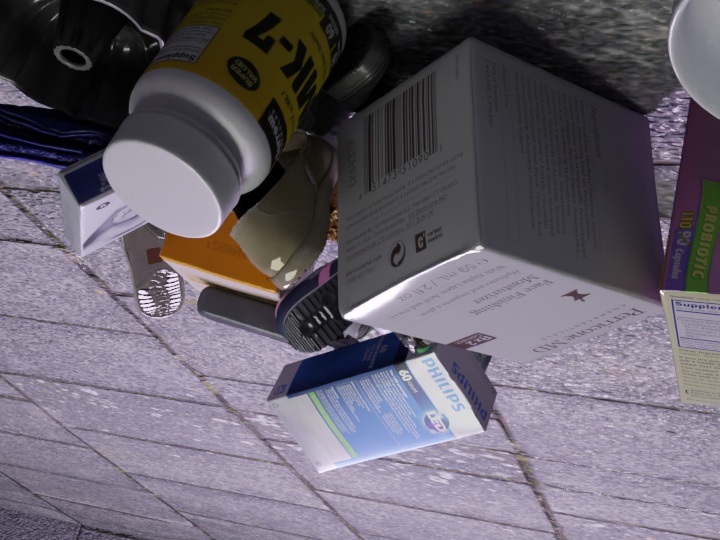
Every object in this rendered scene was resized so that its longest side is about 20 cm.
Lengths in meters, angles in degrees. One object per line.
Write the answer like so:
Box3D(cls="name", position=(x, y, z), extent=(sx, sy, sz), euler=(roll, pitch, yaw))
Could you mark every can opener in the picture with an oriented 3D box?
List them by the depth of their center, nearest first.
Box3D(cls="can opener", position=(-0.075, 0.075, 1.238), extent=(0.198, 0.068, 0.053), euler=(16, 174, 7))

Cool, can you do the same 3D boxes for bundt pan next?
Box3D(cls="bundt pan", position=(-0.219, -0.201, 0.978), extent=(0.200, 0.076, 0.202), euler=(15, 156, 7))

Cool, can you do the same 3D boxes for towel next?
Box3D(cls="towel", position=(-0.257, -0.114, 1.109), extent=(0.146, 0.050, 0.200), euler=(15, -173, 9))

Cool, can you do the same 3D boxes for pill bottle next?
Box3D(cls="pill bottle", position=(-0.098, -0.128, 0.882), extent=(0.113, 0.201, 0.115), euler=(19, 147, 13))

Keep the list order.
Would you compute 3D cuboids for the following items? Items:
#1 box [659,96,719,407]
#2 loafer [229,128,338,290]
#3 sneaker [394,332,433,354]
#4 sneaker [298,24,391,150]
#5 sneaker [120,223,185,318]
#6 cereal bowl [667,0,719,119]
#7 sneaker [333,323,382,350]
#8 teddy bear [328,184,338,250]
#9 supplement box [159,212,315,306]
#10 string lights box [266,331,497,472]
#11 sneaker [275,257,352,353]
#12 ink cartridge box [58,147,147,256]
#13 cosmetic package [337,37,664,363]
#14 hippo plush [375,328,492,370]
Box3D(cls="box", position=(0.296, -0.011, 0.925), extent=(0.096, 0.178, 0.200), euler=(5, 154, 21))
Box3D(cls="loafer", position=(-0.062, -0.065, 0.945), extent=(0.068, 0.201, 0.076), euler=(38, 111, -21))
Box3D(cls="sneaker", position=(0.080, -0.007, 1.077), extent=(0.085, 0.201, 0.078), euler=(-24, 114, 42))
Box3D(cls="sneaker", position=(0.005, -0.134, 1.004), extent=(0.103, 0.061, 0.199), euler=(27, 159, -19))
Box3D(cls="sneaker", position=(-0.229, -0.055, 1.308), extent=(0.074, 0.107, 0.202), euler=(-5, 131, -17))
Box3D(cls="cereal bowl", position=(0.288, -0.160, 0.728), extent=(0.198, 0.084, 0.201), euler=(14, 155, 6))
Box3D(cls="sneaker", position=(0.012, 0.095, 1.471), extent=(0.138, 0.078, 0.201), euler=(13, 146, 13))
Box3D(cls="teddy bear", position=(0.004, -0.057, 1.098), extent=(0.143, 0.068, 0.200), euler=(-14, -165, -4))
Box3D(cls="supplement box", position=(-0.122, -0.012, 1.264), extent=(0.125, 0.074, 0.200), euler=(17, 171, 5))
Box3D(cls="string lights box", position=(0.020, 0.123, 1.172), extent=(0.198, 0.059, 0.103), euler=(-19, 117, 31))
Box3D(cls="sneaker", position=(0.000, 0.000, 1.187), extent=(0.071, 0.199, 0.082), euler=(62, 171, -21))
Box3D(cls="ink cartridge box", position=(-0.168, -0.082, 1.061), extent=(0.041, 0.198, 0.200), euler=(59, 163, 5))
Box3D(cls="cosmetic package", position=(0.106, -0.043, 0.927), extent=(0.198, 0.167, 0.164), euler=(16, 153, -34))
Box3D(cls="hippo plush", position=(0.062, 0.060, 1.248), extent=(0.159, 0.161, 0.200), euler=(25, 174, 7))
